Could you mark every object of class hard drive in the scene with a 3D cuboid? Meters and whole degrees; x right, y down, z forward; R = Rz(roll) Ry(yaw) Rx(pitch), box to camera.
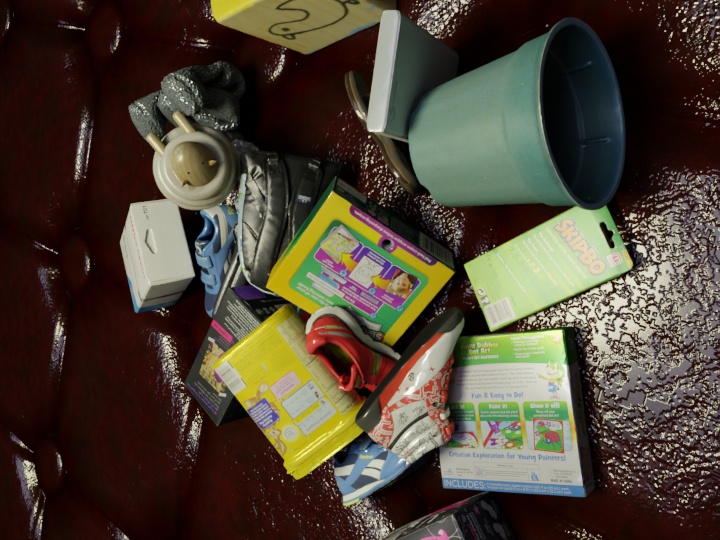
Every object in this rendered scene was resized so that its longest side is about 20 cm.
[{"bbox_3d":[0.071,-0.228,0.835,0.026,0.199,0.134,11,98,27],"label":"hard drive"}]

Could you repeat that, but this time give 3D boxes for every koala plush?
[{"bbox_3d":[-0.247,-0.228,1.126,0.176,0.183,0.202,-14,104,45],"label":"koala plush"}]

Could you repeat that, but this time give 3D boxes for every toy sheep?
[{"bbox_3d":[-0.245,-0.155,0.994,0.136,0.200,0.140,0,94,-5],"label":"toy sheep"}]

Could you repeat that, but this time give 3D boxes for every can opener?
[{"bbox_3d":[-0.194,-0.002,1.093,0.063,0.078,0.202,22,89,62],"label":"can opener"}]

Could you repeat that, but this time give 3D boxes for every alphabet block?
[{"bbox_3d":[-0.085,-0.450,0.948,0.193,0.199,0.200,-11,85,37],"label":"alphabet block"}]

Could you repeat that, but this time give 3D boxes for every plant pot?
[{"bbox_3d":[0.173,-0.159,0.777,0.194,0.199,0.204,-5,88,44],"label":"plant pot"}]

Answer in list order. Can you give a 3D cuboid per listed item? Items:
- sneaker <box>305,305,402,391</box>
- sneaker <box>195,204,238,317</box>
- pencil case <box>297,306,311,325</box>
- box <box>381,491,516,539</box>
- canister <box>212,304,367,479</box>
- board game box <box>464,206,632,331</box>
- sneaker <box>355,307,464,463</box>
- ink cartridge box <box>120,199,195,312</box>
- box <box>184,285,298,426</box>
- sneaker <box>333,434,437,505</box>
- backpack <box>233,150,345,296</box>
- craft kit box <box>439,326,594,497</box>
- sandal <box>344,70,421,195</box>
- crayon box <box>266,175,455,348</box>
[{"bbox_3d":[-0.002,0.138,0.914,0.199,0.085,0.077,39,126,-19],"label":"sneaker"},{"bbox_3d":[-0.249,-0.017,1.144,0.074,0.081,0.203,17,101,48],"label":"sneaker"},{"bbox_3d":[-0.064,0.125,1.025,0.088,0.088,0.203,14,98,36],"label":"pencil case"},{"bbox_3d":[0.103,0.397,0.883,0.199,0.114,0.133,-37,70,31],"label":"box"},{"bbox_3d":[-0.095,0.168,0.948,0.148,0.087,0.201,-37,93,7],"label":"canister"},{"bbox_3d":[0.230,-0.005,0.830,0.199,0.030,0.097,-31,74,37],"label":"board game box"},{"bbox_3d":[0.094,0.153,0.870,0.108,0.067,0.202,40,92,-5],"label":"sneaker"},{"bbox_3d":[-0.371,-0.023,1.204,0.200,0.085,0.148,-33,70,59],"label":"ink cartridge box"},{"bbox_3d":[-0.181,0.134,1.086,0.106,0.122,0.202,41,115,28],"label":"box"},{"bbox_3d":[0.030,0.267,0.962,0.199,0.074,0.083,-38,67,30],"label":"sneaker"},{"bbox_3d":[-0.113,-0.062,1.012,0.154,0.161,0.203,143,130,-75],"label":"backpack"},{"bbox_3d":[0.186,0.180,0.859,0.198,0.048,0.201,-9,88,37],"label":"craft kit box"},{"bbox_3d":[0.041,-0.200,0.939,0.054,0.082,0.202,-32,70,15],"label":"sandal"},{"bbox_3d":[0.000,0.000,0.914,0.199,0.059,0.173,32,117,-13],"label":"crayon box"}]
